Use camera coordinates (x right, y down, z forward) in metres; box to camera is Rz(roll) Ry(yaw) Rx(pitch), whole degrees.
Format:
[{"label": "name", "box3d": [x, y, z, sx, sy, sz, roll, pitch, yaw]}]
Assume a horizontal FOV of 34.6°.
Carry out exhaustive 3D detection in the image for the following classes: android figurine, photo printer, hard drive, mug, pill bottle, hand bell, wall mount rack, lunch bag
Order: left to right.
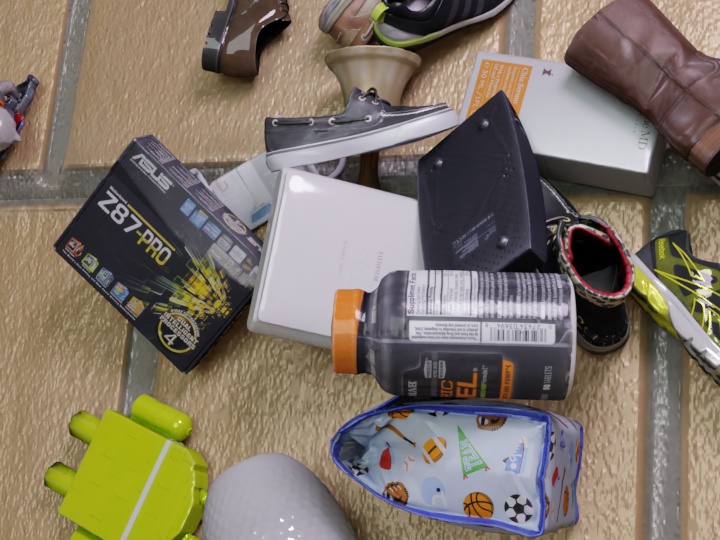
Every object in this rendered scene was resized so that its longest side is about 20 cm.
[{"label": "android figurine", "box3d": [-0.238, 0.227, 1.218, 0.199, 0.041, 0.183, 20, 82, 24]}, {"label": "mug", "box3d": [-0.089, 0.287, 1.104, 0.200, 0.147, 0.176, -49, 52, 34]}, {"label": "wall mount rack", "box3d": [-0.092, -0.061, 1.237, 0.199, 0.075, 0.174, -30, 99, 10]}, {"label": "photo printer", "box3d": [0.000, 0.000, 1.143, 0.199, 0.069, 0.168, 14, 79, -12]}, {"label": "hand bell", "box3d": [0.010, -0.124, 1.213, 0.103, 0.104, 0.202, -1, 83, 19]}, {"label": "pill bottle", "box3d": [0.075, 0.053, 0.965, 0.198, 0.106, 0.107, 1, 74, 4]}, {"label": "lunch bag", "box3d": [0.089, 0.169, 1.047, 0.198, 0.170, 0.125, 2, 80, 22]}, {"label": "hard drive", "box3d": [0.112, -0.058, 1.071, 0.135, 0.042, 0.201, -39, 38, 35]}]

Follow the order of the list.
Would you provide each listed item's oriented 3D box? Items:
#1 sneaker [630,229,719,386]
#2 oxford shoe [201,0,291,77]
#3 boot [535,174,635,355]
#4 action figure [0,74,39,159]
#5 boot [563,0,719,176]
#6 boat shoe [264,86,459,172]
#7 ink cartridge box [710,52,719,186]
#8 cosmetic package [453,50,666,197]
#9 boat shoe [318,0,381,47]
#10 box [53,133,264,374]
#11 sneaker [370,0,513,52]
[{"label": "sneaker", "box3d": [0.324, 0.039, 1.054, 0.085, 0.074, 0.200, -43, 66, 3]}, {"label": "oxford shoe", "box3d": [-0.111, -0.310, 1.322, 0.084, 0.073, 0.201, 16, 82, 6]}, {"label": "boot", "box3d": [0.193, -0.032, 1.073, 0.073, 0.154, 0.205, -26, 69, -2]}, {"label": "action figure", "box3d": [-0.487, -0.169, 1.391, 0.192, 0.105, 0.201, 16, 78, 32]}, {"label": "boot", "box3d": [0.307, -0.210, 1.055, 0.186, 0.064, 0.200, -42, 59, 3]}, {"label": "boat shoe", "box3d": [-0.004, -0.149, 1.152, 0.198, 0.070, 0.067, -11, 95, 15]}, {"label": "ink cartridge box", "box3d": [0.402, -0.120, 1.067, 0.144, 0.084, 0.200, -43, 66, 4]}, {"label": "cosmetic package", "box3d": [0.203, -0.147, 1.153, 0.199, 0.071, 0.102, 12, 79, 22]}, {"label": "boat shoe", "box3d": [0.042, -0.320, 1.267, 0.072, 0.076, 0.200, 44, 95, -2]}, {"label": "box", "box3d": [-0.202, -0.016, 1.211, 0.200, 0.049, 0.161, 44, 110, 3]}, {"label": "sneaker", "box3d": [0.097, -0.295, 1.204, 0.199, 0.083, 0.072, -35, 66, -18]}]
